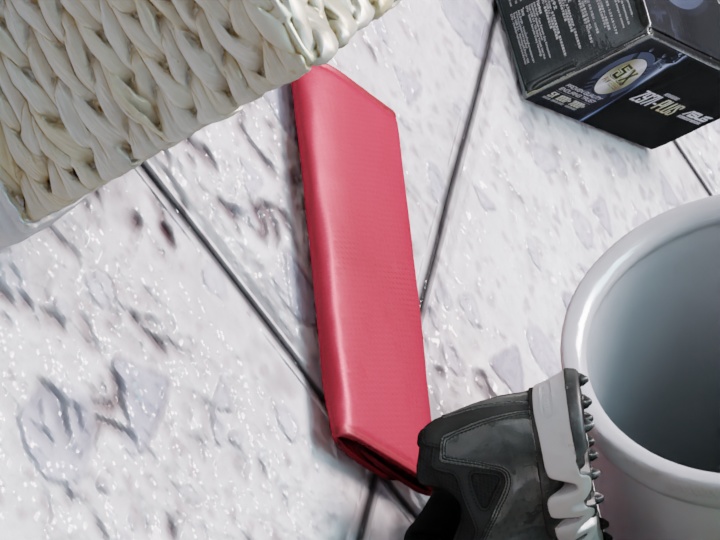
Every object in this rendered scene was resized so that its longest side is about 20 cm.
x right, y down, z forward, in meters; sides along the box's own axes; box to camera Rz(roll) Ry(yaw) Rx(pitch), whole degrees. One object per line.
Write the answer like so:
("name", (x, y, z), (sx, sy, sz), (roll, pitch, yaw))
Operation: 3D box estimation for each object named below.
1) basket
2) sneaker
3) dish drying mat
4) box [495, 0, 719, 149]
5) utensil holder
("basket", (-0.091, -0.150, 1.053), (0.201, 0.160, 0.198), (59, 28, -8))
("sneaker", (0.065, 0.126, 1.214), (0.067, 0.090, 0.201), (-93, 173, -49))
("dish drying mat", (0.000, 0.000, 1.252), (0.077, 0.018, 0.201), (35, 40, -47))
("box", (0.138, -0.187, 1.586), (0.163, 0.086, 0.201), (16, 55, -56))
("utensil holder", (0.187, 0.090, 1.291), (0.201, 0.169, 0.171), (75, 12, -48))
